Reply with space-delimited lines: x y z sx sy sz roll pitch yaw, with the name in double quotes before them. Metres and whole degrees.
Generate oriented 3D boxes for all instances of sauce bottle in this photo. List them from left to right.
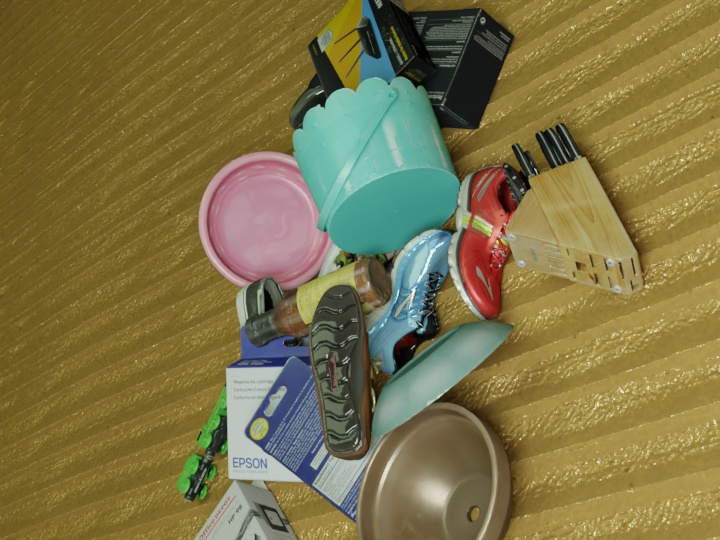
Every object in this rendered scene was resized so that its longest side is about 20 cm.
"sauce bottle" -0.057 0.044 1.360 0.199 0.066 0.066 -21 52 27

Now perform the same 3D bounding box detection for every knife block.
"knife block" 0.243 -0.078 1.210 0.199 0.064 0.176 16 62 33

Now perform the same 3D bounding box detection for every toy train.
"toy train" -0.211 0.237 1.589 0.056 0.042 0.201 19 84 63

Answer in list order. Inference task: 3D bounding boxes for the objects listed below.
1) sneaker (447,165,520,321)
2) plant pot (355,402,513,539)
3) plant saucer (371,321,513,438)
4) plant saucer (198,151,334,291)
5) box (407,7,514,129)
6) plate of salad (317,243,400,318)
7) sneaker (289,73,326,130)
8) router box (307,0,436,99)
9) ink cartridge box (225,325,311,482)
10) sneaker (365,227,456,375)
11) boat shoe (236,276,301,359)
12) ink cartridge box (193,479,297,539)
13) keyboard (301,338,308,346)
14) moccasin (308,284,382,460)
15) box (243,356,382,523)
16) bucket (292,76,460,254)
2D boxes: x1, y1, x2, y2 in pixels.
"sneaker" 0.156 -0.039 1.294 0.084 0.077 0.202 -15 59 36
"plant pot" 0.095 0.250 1.174 0.200 0.092 0.202 -27 50 37
"plant saucer" 0.080 0.109 1.215 0.201 0.039 0.201 -39 -1 -1
"plant saucer" -0.133 -0.067 1.573 0.051 0.199 0.202 159 133 -78
"box" 0.095 -0.275 1.502 0.199 0.079 0.142 15 78 52
"plate of salad" 0.000 0.000 1.474 0.199 0.048 0.202 -29 49 38
"sneaker" -0.038 -0.299 1.667 0.200 0.076 0.114 -48 38 14
"router box" 0.012 -0.290 1.503 0.149 0.051 0.201 -43 43 24
"ink cartridge box" -0.085 0.166 1.390 0.195 0.043 0.202 -6 86 32
"sneaker" 0.076 0.043 1.350 0.090 0.078 0.201 40 109 43
"boat shoe" -0.113 0.108 1.471 0.063 0.070 0.202 -26 80 45
"ink cartridge box" -0.149 0.358 1.418 0.116 0.066 0.200 -56 38 11
"keyboard" -0.096 0.110 1.512 0.200 0.011 0.057 -38 72 43
"moccasin" -0.014 0.117 1.270 0.073 0.078 0.203 -14 74 11
"box" -0.032 0.204 1.311 0.199 0.032 0.122 35 97 14
"bucket" 0.022 -0.124 1.377 0.207 0.206 0.136 -39 55 28
